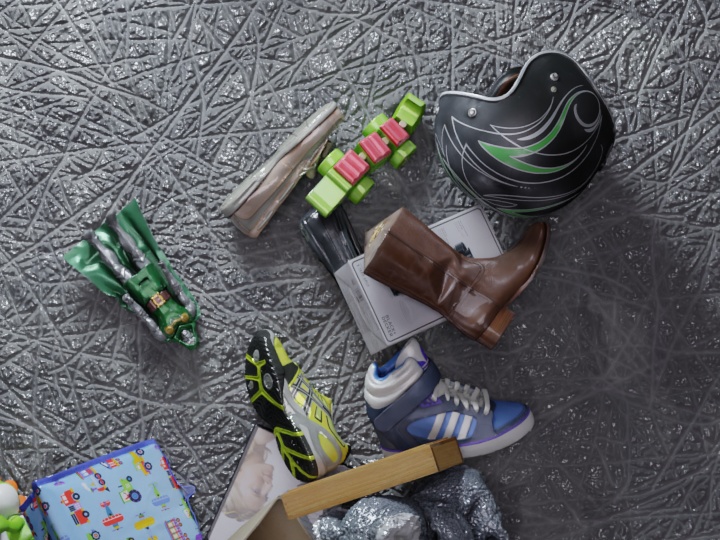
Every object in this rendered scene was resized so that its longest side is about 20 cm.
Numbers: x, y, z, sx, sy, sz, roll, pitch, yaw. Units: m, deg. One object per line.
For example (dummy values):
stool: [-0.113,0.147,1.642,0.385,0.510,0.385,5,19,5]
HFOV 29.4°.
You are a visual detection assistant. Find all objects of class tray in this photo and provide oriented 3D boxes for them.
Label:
tray: [0.014,0.246,1.630,0.199,0.098,0.037,-21,82,20]

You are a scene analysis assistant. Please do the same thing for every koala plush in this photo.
koala plush: [0.055,0.313,1.606,0.199,0.177,0.186,13,78,-33]

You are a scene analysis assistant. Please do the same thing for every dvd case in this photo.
dvd case: [-0.108,0.312,1.719,0.142,0.018,0.201,24,87,3]

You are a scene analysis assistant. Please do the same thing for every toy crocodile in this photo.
toy crocodile: [0.010,-0.143,1.716,0.200,0.062,0.068,-42,84,-21]

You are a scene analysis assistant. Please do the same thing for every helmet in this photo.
helmet: [0.191,-0.160,1.662,0.190,0.200,0.200,-39,85,-8]

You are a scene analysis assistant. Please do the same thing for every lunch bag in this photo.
lunch bag: [-0.286,0.299,1.667,0.199,0.094,0.151,-20,73,-35]

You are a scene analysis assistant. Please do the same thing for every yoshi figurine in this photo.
yoshi figurine: [-0.442,0.333,1.689,0.112,0.112,0.200,-45,82,5]

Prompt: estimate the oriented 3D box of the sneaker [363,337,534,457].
sneaker: [0.103,0.148,1.672,0.198,0.081,0.148,-12,110,7]

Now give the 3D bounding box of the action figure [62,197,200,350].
action figure: [-0.269,0.020,1.734,0.118,0.055,0.200,-40,89,-4]

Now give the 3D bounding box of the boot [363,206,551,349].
boot: [0.113,-0.030,1.639,0.199,0.064,0.187,32,65,-4]

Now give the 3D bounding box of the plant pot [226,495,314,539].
plant pot: [-0.135,0.424,1.617,0.176,0.200,0.201,-34,94,24]

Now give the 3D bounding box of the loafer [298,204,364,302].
loafer: [0.000,0.000,1.714,0.070,0.068,0.201,-35,81,8]

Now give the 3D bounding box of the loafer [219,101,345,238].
loafer: [-0.088,-0.126,1.736,0.200,0.072,0.063,-43,102,5]

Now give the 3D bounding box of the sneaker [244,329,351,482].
sneaker: [-0.081,0.165,1.713,0.076,0.075,0.201,-13,72,-38]

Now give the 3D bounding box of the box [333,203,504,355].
box: [0.082,0.010,1.678,0.199,0.060,0.117,-25,85,-23]
